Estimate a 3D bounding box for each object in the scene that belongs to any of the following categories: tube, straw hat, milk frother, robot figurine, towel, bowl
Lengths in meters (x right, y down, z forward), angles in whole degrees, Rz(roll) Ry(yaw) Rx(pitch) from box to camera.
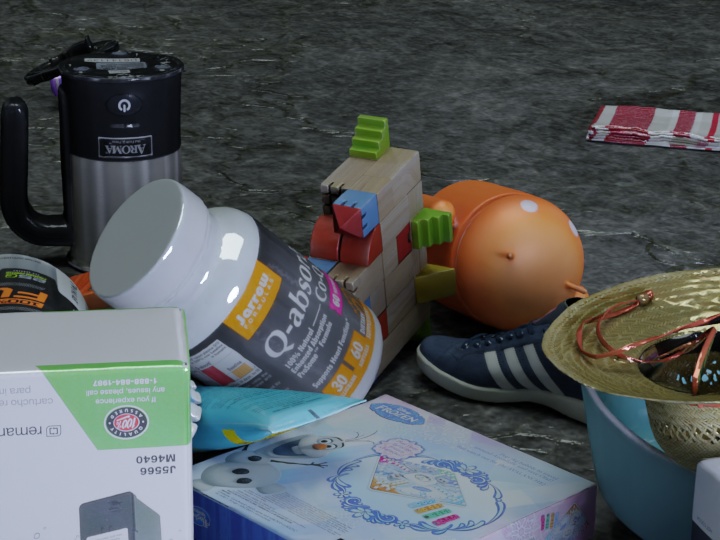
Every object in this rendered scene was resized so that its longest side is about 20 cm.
[{"bbox_3d":[-0.087,0.098,1.161,0.077,0.051,0.199,-22,8,-38],"label":"tube"},{"bbox_3d":[0.208,0.070,0.993,0.199,0.086,0.201,-9,20,3],"label":"straw hat"},{"bbox_3d":[-0.245,-0.117,1.663,0.179,0.190,0.200,4,19,6],"label":"milk frother"},{"bbox_3d":[0.116,-0.013,1.465,0.116,0.145,0.200,-24,17,-15],"label":"robot figurine"},{"bbox_3d":[0.382,-0.177,2.107,0.198,0.023,0.144,5,19,14],"label":"towel"},{"bbox_3d":[0.227,0.113,1.105,0.199,0.106,0.201,6,32,-4],"label":"bowl"}]

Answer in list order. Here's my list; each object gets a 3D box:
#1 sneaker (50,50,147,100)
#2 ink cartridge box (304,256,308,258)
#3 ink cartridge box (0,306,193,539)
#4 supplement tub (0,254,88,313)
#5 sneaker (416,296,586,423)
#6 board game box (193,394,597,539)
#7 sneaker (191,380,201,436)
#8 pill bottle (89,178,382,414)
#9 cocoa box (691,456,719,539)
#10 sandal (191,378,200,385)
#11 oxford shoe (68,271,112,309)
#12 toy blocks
[{"bbox_3d":[-0.326,-0.231,2.184,0.113,0.073,0.200,-13,13,-25],"label":"sneaker"},{"bbox_3d":[-0.101,0.026,1.440,0.199,0.068,0.116,-15,25,-39],"label":"ink cartridge box"},{"bbox_3d":[-0.163,0.129,0.942,0.144,0.202,0.084,-2,22,-8],"label":"ink cartridge box"},{"bbox_3d":[-0.245,0.074,1.216,0.121,0.124,0.200,-3,19,-11],"label":"supplement tub"},{"bbox_3d":[0.135,0.057,1.330,0.199,0.085,0.075,10,21,27],"label":"sneaker"},{"bbox_3d":[0.013,0.151,1.119,0.198,0.044,0.199,-17,25,-40],"label":"board game box"},{"bbox_3d":[-0.157,0.105,1.097,0.075,0.087,0.201,-33,27,20],"label":"sneaker"},{"bbox_3d":[-0.086,0.028,1.222,0.200,0.117,0.116,37,-4,-35],"label":"pill bottle"},{"bbox_3d":[0.269,0.187,0.887,0.132,0.132,0.200,-5,19,-18],"label":"cocoa box"},{"bbox_3d":[-0.095,0.064,1.324,0.057,0.080,0.201,8,29,35],"label":"sandal"},{"bbox_3d":[-0.258,0.058,1.360,0.198,0.073,0.071,-14,20,17],"label":"oxford shoe"},{"bbox_3d":[0.000,0.000,1.358,0.099,0.201,0.137,10,33,26],"label":"toy blocks"}]
